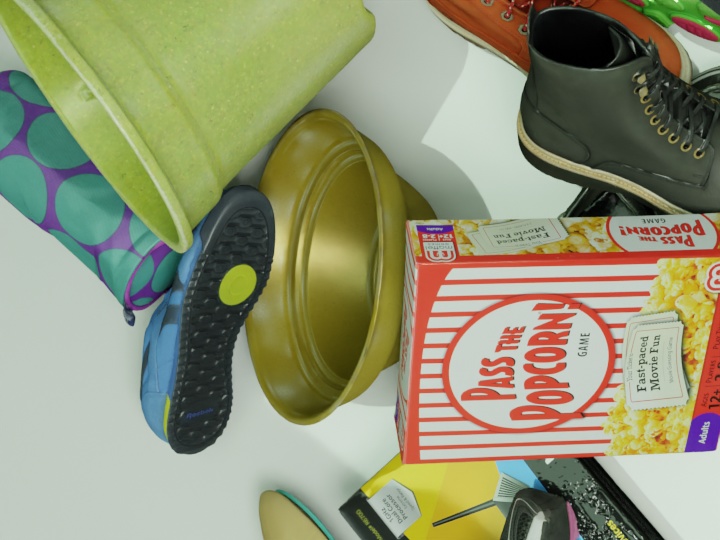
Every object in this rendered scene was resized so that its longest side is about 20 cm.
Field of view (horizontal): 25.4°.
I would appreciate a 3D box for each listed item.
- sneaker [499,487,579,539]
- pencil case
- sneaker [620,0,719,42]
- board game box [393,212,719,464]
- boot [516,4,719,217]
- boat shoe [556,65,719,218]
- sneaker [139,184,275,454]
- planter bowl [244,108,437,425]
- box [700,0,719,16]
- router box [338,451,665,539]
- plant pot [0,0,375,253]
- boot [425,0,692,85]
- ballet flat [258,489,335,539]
[{"bbox_3d":[0.068,0.228,0.983,0.086,0.080,0.202,19,92,27],"label":"sneaker"},{"bbox_3d":[-0.201,-0.056,1.121,0.200,0.093,0.085,40,65,15],"label":"pencil case"},{"bbox_3d":[0.210,-0.200,1.010,0.199,0.077,0.084,29,79,14],"label":"sneaker"},{"bbox_3d":[0.123,0.041,0.947,0.198,0.046,0.153,-2,126,-5],"label":"board game box"},{"bbox_3d":[0.184,-0.087,0.910,0.198,0.139,0.078,9,69,11],"label":"boot"},{"bbox_3d":[0.182,-0.048,1.010,0.071,0.064,0.200,42,100,14],"label":"boat shoe"},{"bbox_3d":[-0.114,0.025,1.081,0.078,0.066,0.202,42,125,42],"label":"sneaker"},{"bbox_3d":[0.000,0.000,1.036,0.200,0.083,0.202,-14,74,60],"label":"planter bowl"},{"bbox_3d":[0.258,-0.240,0.956,0.200,0.050,0.199,39,73,13],"label":"box"},{"bbox_3d":[0.105,0.182,1.035,0.149,0.051,0.200,-43,78,13],"label":"router box"},{"bbox_3d":[-0.098,-0.146,0.991,0.184,0.201,0.201,-37,77,-12],"label":"plant pot"},{"bbox_3d":[0.113,-0.160,1.001,0.199,0.107,0.075,29,88,21],"label":"boot"},{"bbox_3d":[-0.012,0.232,1.058,0.063,0.069,0.200,-39,76,-27],"label":"ballet flat"}]
